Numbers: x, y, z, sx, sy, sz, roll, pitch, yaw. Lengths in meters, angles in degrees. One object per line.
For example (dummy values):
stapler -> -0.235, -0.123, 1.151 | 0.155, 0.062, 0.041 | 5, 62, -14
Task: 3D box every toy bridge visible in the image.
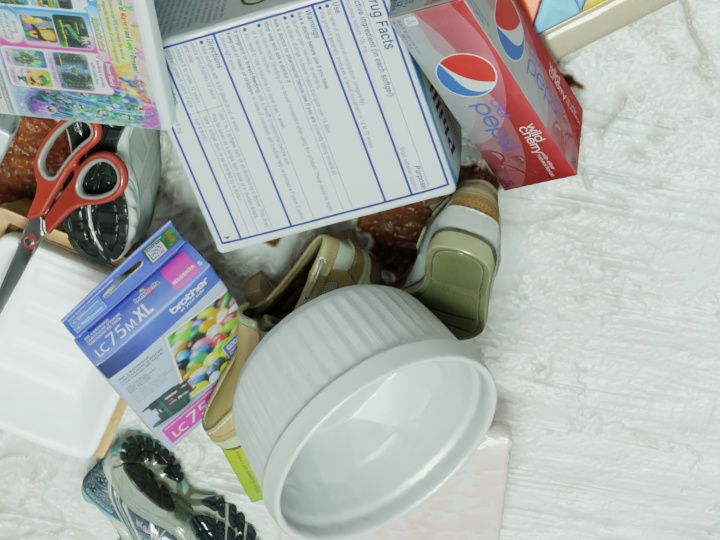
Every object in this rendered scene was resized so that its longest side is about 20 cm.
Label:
toy bridge -> 0.000, 0.000, 1.589 | 0.199, 0.027, 0.067 | -26, 118, 18

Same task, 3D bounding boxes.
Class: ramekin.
ramekin -> -0.004, 0.104, 1.494 | 0.199, 0.105, 0.201 | -24, 143, -19

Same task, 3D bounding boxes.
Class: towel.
towel -> 0.026, 0.191, 1.661 | 0.198, 0.032, 0.192 | -3, 142, -2

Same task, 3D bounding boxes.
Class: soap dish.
soap dish -> -0.250, 0.046, 1.607 | 0.156, 0.081, 0.201 | 22, 121, -9

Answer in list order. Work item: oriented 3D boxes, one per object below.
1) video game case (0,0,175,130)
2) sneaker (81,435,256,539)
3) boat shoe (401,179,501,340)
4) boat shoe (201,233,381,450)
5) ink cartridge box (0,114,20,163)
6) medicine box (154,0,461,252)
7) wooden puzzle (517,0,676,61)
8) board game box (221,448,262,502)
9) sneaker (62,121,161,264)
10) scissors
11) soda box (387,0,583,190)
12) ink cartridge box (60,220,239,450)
video game case -> -0.227, -0.167, 1.340 | 0.180, 0.024, 0.201 | 6, 151, 5
sneaker -> -0.165, 0.232, 1.733 | 0.086, 0.078, 0.200 | -30, 109, 34
boat shoe -> 0.077, -0.005, 1.513 | 0.074, 0.069, 0.200 | 21, 157, -2
boat shoe -> -0.072, 0.051, 1.550 | 0.076, 0.072, 0.201 | 31, 101, -36
ink cartridge box -> -0.391, -0.099, 1.546 | 0.199, 0.047, 0.161 | 25, 121, -13
medicine box -> -0.043, -0.135, 1.463 | 0.198, 0.103, 0.183 | -14, 120, 13
wooden puzzle -> 0.153, -0.255, 1.411 | 0.184, 0.037, 0.201 | -25, 117, 18
board game box -> -0.022, 0.119, 1.654 | 0.198, 0.048, 0.102 | -19, 119, 15
sneaker -> -0.189, -0.110, 1.516 | 0.073, 0.079, 0.202 | 13, 108, 18
scissors -> -0.254, -0.038, 1.508 | 0.073, 0.014, 0.200 | 46, 113, 1
soda box -> 0.096, -0.148, 1.425 | 0.063, 0.071, 0.200 | -11, 139, 28
ink cartridge box -> -0.150, 0.055, 1.548 | 0.119, 0.042, 0.200 | -42, 146, -8
